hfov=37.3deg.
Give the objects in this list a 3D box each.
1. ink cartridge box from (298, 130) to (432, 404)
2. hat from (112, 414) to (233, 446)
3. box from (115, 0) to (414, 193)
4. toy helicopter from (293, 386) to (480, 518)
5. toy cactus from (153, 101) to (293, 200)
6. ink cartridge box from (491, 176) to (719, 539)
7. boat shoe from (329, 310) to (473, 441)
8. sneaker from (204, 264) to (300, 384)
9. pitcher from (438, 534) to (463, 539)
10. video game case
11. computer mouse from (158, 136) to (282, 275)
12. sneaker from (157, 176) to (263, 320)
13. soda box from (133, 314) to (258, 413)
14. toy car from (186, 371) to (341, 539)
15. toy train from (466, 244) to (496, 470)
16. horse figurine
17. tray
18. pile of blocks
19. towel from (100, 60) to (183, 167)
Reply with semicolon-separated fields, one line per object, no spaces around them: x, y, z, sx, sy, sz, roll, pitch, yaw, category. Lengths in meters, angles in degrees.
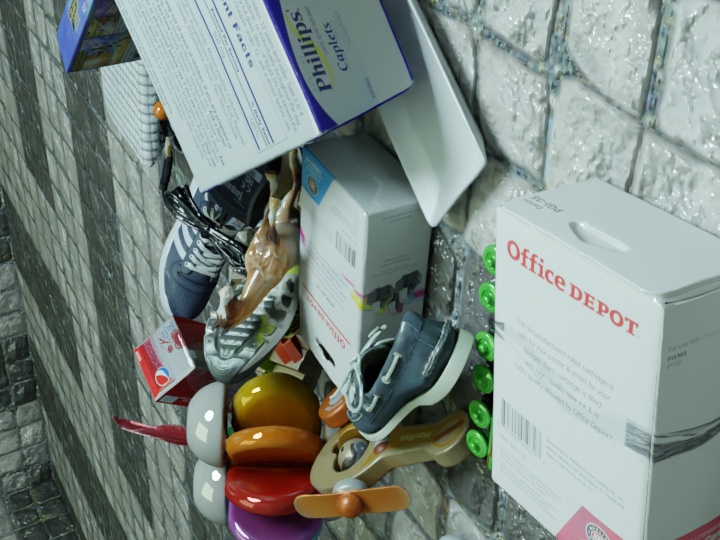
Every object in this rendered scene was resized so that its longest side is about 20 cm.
0.000;0.000;0.919;0.115;0.067;0.203;49;145;44;ink cartridge box
-0.180;0.252;1.316;0.199;0.173;0.169;14;117;62;hat
-0.080;-0.181;0.821;0.199;0.104;0.187;-14;103;55;box
0.023;0.159;0.918;0.079;0.133;0.198;49;142;-18;toy helicopter
-0.117;-0.146;1.059;0.199;0.102;0.166;-37;84;46;toy cactus
0.149;0.067;0.628;0.146;0.082;0.204;38;138;52;ink cartridge box
0.022;0.082;0.833;0.061;0.076;0.200;30;157;-6;boat shoe
-0.080;0.041;1.019;0.073;0.201;0.086;12;137;22;sneaker
0.094;0.299;0.864;0.200;0.119;0.175;117;148;-71;pitcher
-0.191;-0.259;1.032;0.199;0.179;0.046;-25;83;65;video game case
-0.134;-0.102;1.035;0.140;0.046;0.202;38;141;18;computer mouse
-0.157;-0.033;1.163;0.108;0.069;0.204;21;94;55;sneaker
-0.154;0.109;1.170;0.063;0.199;0.071;-38;62;16;soda box
-0.083;0.207;1.053;0.151;0.171;0.203;-96;6;-51;toy car
0.111;0.065;0.763;0.056;0.041;0.203;32;133;40;toy train
-0.070;-0.040;0.965;0.049;0.201;0.135;17;122;9;horse figurine
0.040;-0.144;0.805;0.203;0.022;0.108;67;154;16;tray
-0.110;0.059;1.146;0.062;0.082;0.200;37;-172;-45;pile of blocks
-0.257;-0.247;1.300;0.200;0.084;0.168;48;143;47;towel
